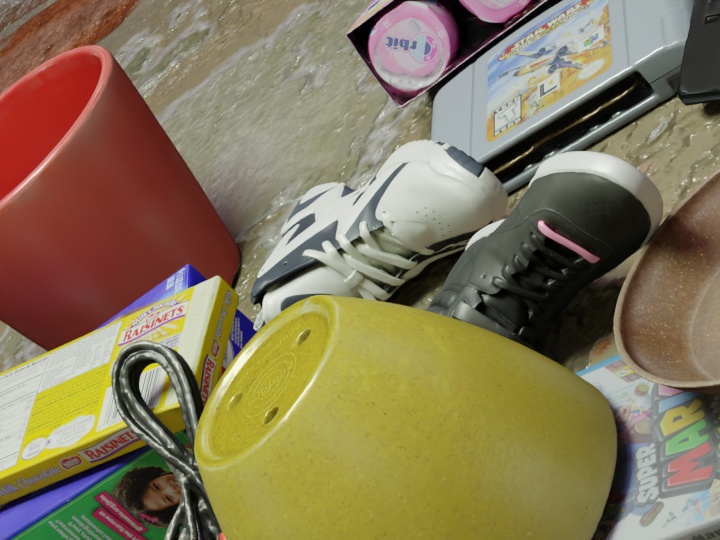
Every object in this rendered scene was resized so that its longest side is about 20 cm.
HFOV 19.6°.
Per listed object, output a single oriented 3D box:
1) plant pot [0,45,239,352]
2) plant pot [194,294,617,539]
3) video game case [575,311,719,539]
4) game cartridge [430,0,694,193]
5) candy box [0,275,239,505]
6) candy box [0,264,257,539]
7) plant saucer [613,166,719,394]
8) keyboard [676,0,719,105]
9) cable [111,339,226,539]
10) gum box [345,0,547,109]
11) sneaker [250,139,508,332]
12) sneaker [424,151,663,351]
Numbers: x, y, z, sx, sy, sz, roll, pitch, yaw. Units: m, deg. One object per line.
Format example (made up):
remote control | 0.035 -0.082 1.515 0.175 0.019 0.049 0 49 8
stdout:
plant pot | -0.193 -0.028 1.465 0.200 0.177 0.201 -33 28 21
plant pot | 0.003 0.094 1.015 0.200 0.142 0.200 -42 23 22
video game case | 0.158 0.076 0.992 0.200 0.018 0.143 -27 31 31
game cartridge | 0.127 -0.120 1.314 0.200 0.042 0.133 -31 33 24
candy box | -0.164 0.078 1.263 0.200 0.026 0.102 -23 35 31
candy box | -0.163 0.114 1.324 0.200 0.077 0.169 -35 29 19
plant saucer | 0.212 -0.008 0.980 0.200 0.037 0.201 -33 24 17
keyboard | 0.270 -0.142 1.153 0.200 0.040 0.104 -3 65 46
cable | -0.088 0.126 1.133 0.097 0.050 0.201 -20 76 23
gum box | 0.093 -0.202 1.412 0.200 0.066 0.114 -36 9 16
sneaker | 0.000 0.000 1.263 0.199 0.079 0.130 -8 44 50
sneaker | 0.090 0.009 1.098 0.099 0.071 0.200 -60 8 -25
